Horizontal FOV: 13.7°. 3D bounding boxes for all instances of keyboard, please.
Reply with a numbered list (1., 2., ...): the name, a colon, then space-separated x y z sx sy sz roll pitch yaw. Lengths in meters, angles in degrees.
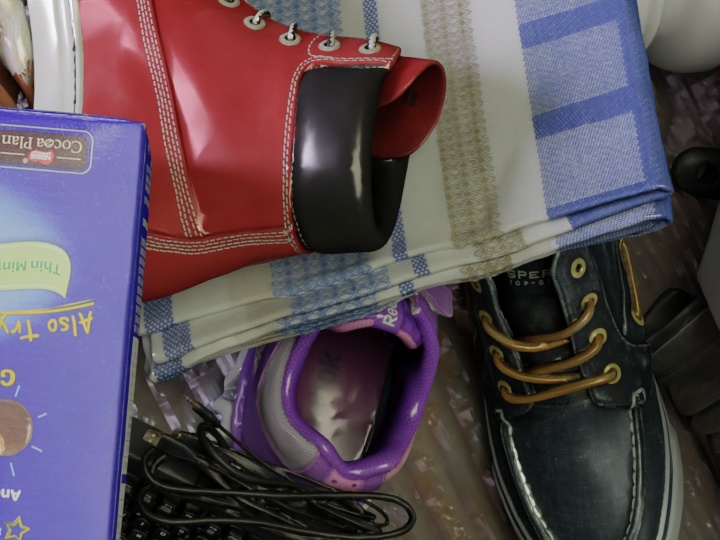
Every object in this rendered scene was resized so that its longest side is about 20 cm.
1. keyboard: -0.062 0.093 1.044 0.200 0.104 0.040 27 43 -13

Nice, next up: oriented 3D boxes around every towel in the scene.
1. towel: 0.007 -0.049 1.048 0.200 0.024 0.147 -18 57 16

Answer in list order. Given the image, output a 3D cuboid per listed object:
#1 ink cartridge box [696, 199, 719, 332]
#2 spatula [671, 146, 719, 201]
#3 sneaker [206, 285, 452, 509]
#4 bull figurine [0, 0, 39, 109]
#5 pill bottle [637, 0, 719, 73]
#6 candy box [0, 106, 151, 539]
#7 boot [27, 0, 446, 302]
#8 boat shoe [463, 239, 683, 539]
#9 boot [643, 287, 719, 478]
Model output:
1. ink cartridge box: 0.242 -0.015 1.048 0.200 0.147 0.146 13 109 -7
2. spatula: 0.216 -0.022 1.192 0.200 0.021 0.057 11 105 -13
3. sneaker: 0.000 0.000 1.085 0.080 0.088 0.201 12 79 -15
4. bull figurine: -0.201 -0.063 1.037 0.200 0.065 0.122 7 81 -17
5. pill bottle: 0.155 -0.137 1.139 0.200 0.113 0.114 -11 87 -18
6. candy box: -0.157 0.048 0.950 0.169 0.077 0.200 5 85 -1
7. boot: -0.041 -0.089 1.040 0.144 0.072 0.200 -12 65 17
8. boat shoe: 0.068 0.024 1.093 0.071 0.091 0.201 -12 82 13
9. boot: 0.211 0.026 1.161 0.200 0.070 0.132 -28 91 -18
